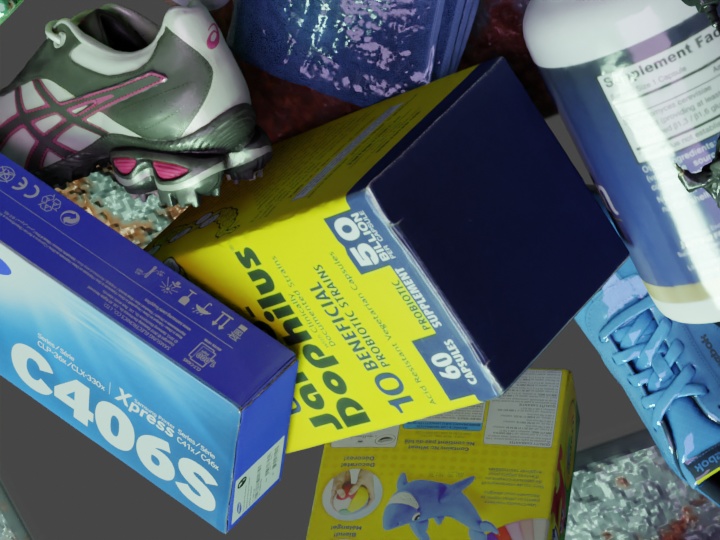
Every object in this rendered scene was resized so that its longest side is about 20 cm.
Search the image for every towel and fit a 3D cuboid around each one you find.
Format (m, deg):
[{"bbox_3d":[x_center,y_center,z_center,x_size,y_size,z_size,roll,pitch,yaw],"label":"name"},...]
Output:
[{"bbox_3d":[0.010,-0.168,1.338,0.111,0.049,0.201,19,117,6],"label":"towel"}]

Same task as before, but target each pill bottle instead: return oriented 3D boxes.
[{"bbox_3d":[0.138,-0.088,1.308,0.111,0.111,0.201,-21,106,21],"label":"pill bottle"}]

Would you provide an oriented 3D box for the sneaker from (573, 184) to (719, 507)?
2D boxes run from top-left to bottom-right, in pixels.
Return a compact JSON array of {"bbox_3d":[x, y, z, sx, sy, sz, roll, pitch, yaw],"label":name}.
[{"bbox_3d":[0.150,0.046,1.384,0.066,0.078,0.200,-36,100,27],"label":"sneaker"}]

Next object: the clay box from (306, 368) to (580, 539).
[{"bbox_3d":[0.033,0.136,1.386,0.114,0.201,0.048,1,143,14],"label":"clay box"}]

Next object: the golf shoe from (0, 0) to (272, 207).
[{"bbox_3d":[-0.126,-0.081,1.379,0.199,0.077,0.088,2,112,38],"label":"golf shoe"}]

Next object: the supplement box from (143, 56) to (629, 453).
[{"bbox_3d":[0.000,0.000,1.339,0.200,0.110,0.109,-19,110,50],"label":"supplement box"}]

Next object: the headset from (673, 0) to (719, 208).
[{"bbox_3d":[0.167,-0.129,1.223,0.123,0.094,0.201,11,72,3],"label":"headset"}]

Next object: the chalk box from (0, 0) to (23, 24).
[{"bbox_3d":[-0.211,-0.139,1.317,0.124,0.200,0.125,45,120,-9],"label":"chalk box"}]

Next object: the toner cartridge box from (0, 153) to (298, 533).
[{"bbox_3d":[-0.121,0.026,1.352,0.200,0.043,0.095,33,143,19],"label":"toner cartridge box"}]

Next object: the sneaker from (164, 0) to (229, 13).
[{"bbox_3d":[-0.099,-0.215,1.308,0.200,0.070,0.108,49,140,-5],"label":"sneaker"}]
